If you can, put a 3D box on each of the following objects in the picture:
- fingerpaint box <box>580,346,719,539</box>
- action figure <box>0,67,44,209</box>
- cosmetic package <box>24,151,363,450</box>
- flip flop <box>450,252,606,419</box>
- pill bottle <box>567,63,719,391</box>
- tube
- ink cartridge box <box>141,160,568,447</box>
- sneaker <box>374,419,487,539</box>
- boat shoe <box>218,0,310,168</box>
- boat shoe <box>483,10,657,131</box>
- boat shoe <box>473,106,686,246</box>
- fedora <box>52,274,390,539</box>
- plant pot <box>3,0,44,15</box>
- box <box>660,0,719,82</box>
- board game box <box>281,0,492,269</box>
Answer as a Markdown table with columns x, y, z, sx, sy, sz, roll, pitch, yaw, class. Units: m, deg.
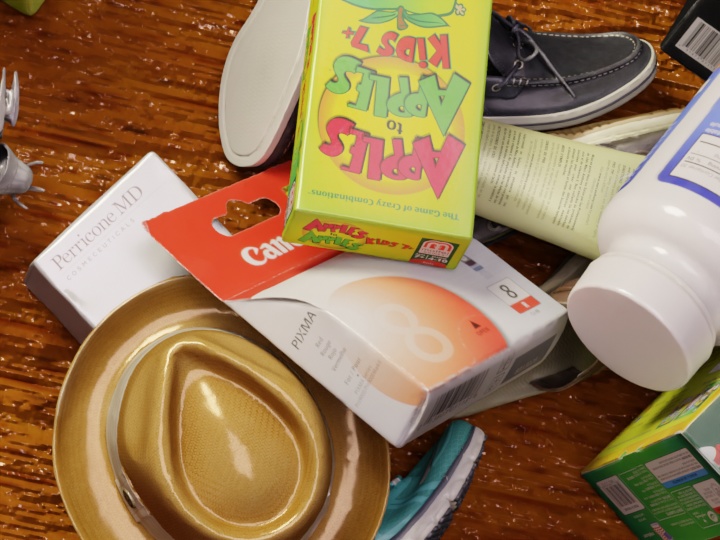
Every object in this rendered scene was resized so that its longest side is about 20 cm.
| x | y | z | sx | sy | sz | roll | pitch | yaw | class |
| --- | --- | --- | --- | --- | --- | --- | --- | --- | --- |
| 0.233 | 0.076 | 1.632 | 0.167 | 0.200 | 0.073 | -43 | 90 | -17 | fingerpaint box |
| -0.275 | -0.075 | 1.618 | 0.199 | 0.069 | 0.131 | 15 | 68 | -12 | action figure |
| -0.092 | 0.040 | 1.645 | 0.200 | 0.074 | 0.102 | 46 | 75 | 0 | cosmetic package |
| 0.122 | 0.035 | 1.680 | 0.199 | 0.058 | 0.081 | -22 | 111 | -12 | flip flop |
| 0.204 | -0.029 | 1.610 | 0.112 | 0.112 | 0.200 | 40 | 64 | 0 | pill bottle |
| 0.085 | -0.055 | 1.657 | 0.199 | 0.052 | 0.058 | 16 | 117 | -3 | tube |
| 0.000 | 0.000 | 1.601 | 0.200 | 0.050 | 0.162 | 42 | 33 | 16 | ink cartridge box |
| -0.005 | 0.152 | 1.638 | 0.200 | 0.078 | 0.080 | -42 | 81 | -16 | sneaker |
| -0.031 | -0.153 | 1.703 | 0.060 | 0.074 | 0.201 | 21 | 78 | -44 | boat shoe |
| 0.084 | -0.124 | 1.708 | 0.199 | 0.075 | 0.062 | -6 | 122 | -9 | boat shoe |
| 0.145 | -0.055 | 1.716 | 0.199 | 0.073 | 0.065 | -12 | 85 | -3 | boat shoe |
| -0.074 | 0.096 | 1.558 | 0.200 | 0.082 | 0.202 | 1 | 80 | -7 | fedora |
| -0.220 | -0.295 | 1.633 | 0.181 | 0.200 | 0.200 | 28 | 75 | 4 | plant pot |
| 0.300 | -0.135 | 1.726 | 0.200 | 0.079 | 0.141 | 35 | 41 | -2 | box |
| 0.018 | -0.108 | 1.612 | 0.101 | 0.048 | 0.201 | 9 | 67 | -8 | board game box |
